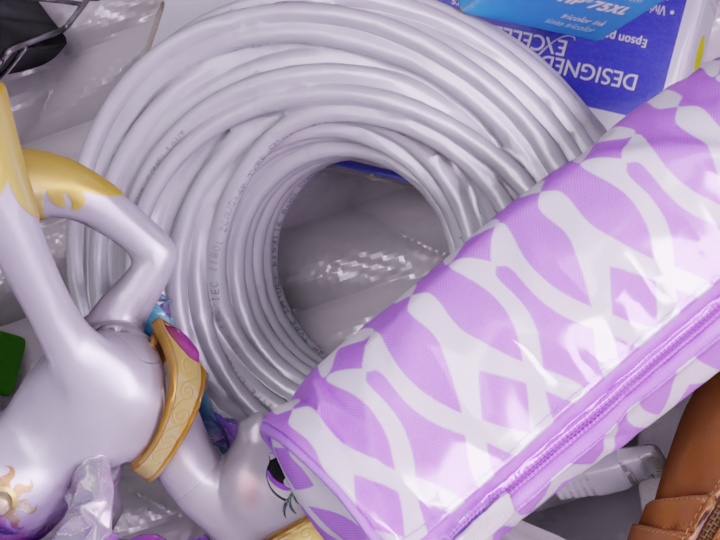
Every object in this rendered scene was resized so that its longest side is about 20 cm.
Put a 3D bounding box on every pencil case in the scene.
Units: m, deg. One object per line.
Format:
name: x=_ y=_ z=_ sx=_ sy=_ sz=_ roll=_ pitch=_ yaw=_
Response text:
pencil case: x=0.062 y=0.021 z=0.878 sx=0.200 sy=0.084 sz=0.085 roll=-41 pitch=30 yaw=-8

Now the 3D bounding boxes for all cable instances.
cable: x=0.000 y=0.000 z=0.989 sx=0.200 sy=0.069 sz=0.200 roll=-22 pitch=93 yaw=23

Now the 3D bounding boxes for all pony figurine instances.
pony figurine: x=-0.106 y=0.067 z=0.928 sx=0.193 sy=0.167 sz=0.200 roll=-42 pitch=101 yaw=8

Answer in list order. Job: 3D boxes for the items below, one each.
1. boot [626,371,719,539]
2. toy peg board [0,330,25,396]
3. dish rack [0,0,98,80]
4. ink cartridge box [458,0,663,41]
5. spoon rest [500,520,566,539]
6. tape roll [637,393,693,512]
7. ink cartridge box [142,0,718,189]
boot: x=0.159 y=0.075 z=0.860 sx=0.074 sy=0.200 sz=0.155 roll=37 pitch=79 yaw=-25
toy peg board: x=-0.229 y=0.079 z=1.069 sx=0.199 sy=0.098 sz=0.201 roll=11 pitch=83 yaw=33
dish rack: x=-0.118 y=-0.183 z=1.059 sx=0.154 sy=0.054 sz=0.200 roll=52 pitch=121 yaw=18
ink cartridge box: x=0.109 y=-0.169 z=0.916 sx=0.200 sy=0.067 sz=0.117 roll=-30 pitch=61 yaw=43
spoon rest: x=-0.010 y=0.146 z=0.898 sx=0.099 sy=0.200 sz=0.061 roll=21 pitch=129 yaw=46
tape roll: x=0.193 y=0.064 z=0.968 sx=0.202 sy=0.037 sz=0.203 roll=-3 pitch=80 yaw=15
ink cartridge box: x=0.035 y=-0.126 z=1.044 sx=0.197 sy=0.047 sz=0.201 roll=14 pitch=87 yaw=17
